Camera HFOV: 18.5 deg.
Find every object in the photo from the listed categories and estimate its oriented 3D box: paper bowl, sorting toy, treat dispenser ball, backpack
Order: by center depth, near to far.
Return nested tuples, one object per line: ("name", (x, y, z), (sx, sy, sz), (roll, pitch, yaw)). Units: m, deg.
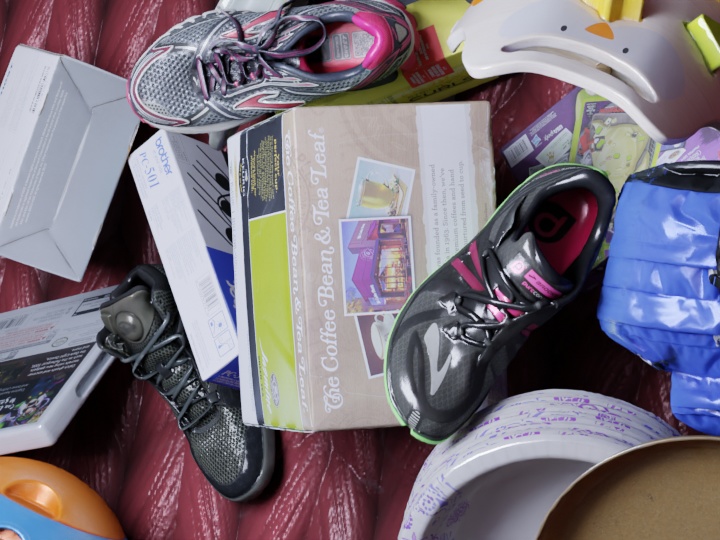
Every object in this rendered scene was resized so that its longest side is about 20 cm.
("backpack", (0.237, 0.018, 1.295), (0.200, 0.162, 0.168), (14, 90, 40))
("sorting toy", (0.142, -0.130, 1.308), (0.199, 0.180, 0.107), (21, 120, 9))
("paper bowl", (0.126, 0.166, 1.343), (0.200, 0.104, 0.201), (4, 115, 10))
("treat dispenser ball", (-0.262, 0.237, 1.610), (0.200, 0.201, 0.202), (-12, 70, 36))

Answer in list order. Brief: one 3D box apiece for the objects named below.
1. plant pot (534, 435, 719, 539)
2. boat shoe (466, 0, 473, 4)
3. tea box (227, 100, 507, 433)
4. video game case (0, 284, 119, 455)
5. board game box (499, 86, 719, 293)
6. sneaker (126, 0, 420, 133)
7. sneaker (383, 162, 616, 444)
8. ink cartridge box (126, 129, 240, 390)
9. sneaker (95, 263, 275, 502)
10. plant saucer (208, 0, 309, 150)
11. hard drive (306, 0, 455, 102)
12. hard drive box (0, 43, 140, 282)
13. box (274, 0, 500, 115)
("plant pot", (0.196, 0.177, 1.265), (0.200, 0.200, 0.028), (-40, 13, 24))
("boat shoe", (0.105, -0.191, 1.437), (0.199, 0.070, 0.066), (-7, 109, 24))
("tea box", (0.000, 0.000, 1.432), (0.197, 0.133, 0.201), (175, 92, -75))
("video game case", (-0.268, 0.084, 1.708), (0.199, 0.023, 0.182), (-13, 30, 36))
("board game box", (0.192, -0.090, 1.450), (0.200, 0.032, 0.120), (-39, 54, 25))
("sneaker", (-0.063, -0.142, 1.458), (0.199, 0.075, 0.081), (-14, 94, 14))
("sneaker", (0.082, 0.012, 1.307), (0.200, 0.077, 0.084), (-55, 5, -13))
("ink cartridge box", (-0.099, -0.004, 1.619), (0.044, 0.094, 0.200), (-37, 58, 26))
("sneaker", (-0.133, 0.078, 1.611), (0.076, 0.114, 0.200), (-36, 60, 28))
("plant saucer", (-0.074, -0.184, 1.593), (0.050, 0.200, 0.201), (29, 98, -1))
("hard drive", (-0.001, -0.109, 1.596), (0.134, 0.042, 0.201), (5, 80, 32))
("hard drive box", (-0.243, -0.088, 1.713), (0.156, 0.077, 0.200), (-69, 20, 2))
("box", (0.038, -0.147, 1.517), (0.199, 0.075, 0.050), (-20, 73, 10))
